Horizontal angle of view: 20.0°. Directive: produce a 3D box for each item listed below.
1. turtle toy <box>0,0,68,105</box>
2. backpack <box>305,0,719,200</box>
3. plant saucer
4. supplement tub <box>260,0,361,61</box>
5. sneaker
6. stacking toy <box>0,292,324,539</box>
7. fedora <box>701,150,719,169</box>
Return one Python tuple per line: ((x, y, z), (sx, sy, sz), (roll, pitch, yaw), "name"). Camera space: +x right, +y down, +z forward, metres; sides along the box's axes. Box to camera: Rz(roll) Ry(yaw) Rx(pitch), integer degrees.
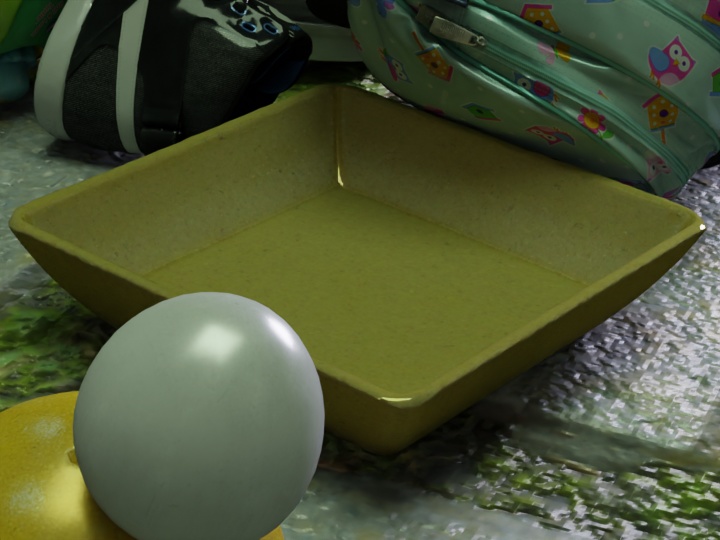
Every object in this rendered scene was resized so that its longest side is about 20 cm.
((-0.170, -0.159, 0.985), (0.145, 0.101, 0.200), (31, 76, 42), "turtle toy")
((0.074, -0.115, 0.876), (0.199, 0.127, 0.167), (28, 3, 6), "backpack")
((0.000, 0.000, 0.788), (0.199, 0.049, 0.199), (24, 34, 33), "plant saucer")
((-0.020, -0.220, 1.030), (0.143, 0.202, 0.145), (6, 22, -3), "supplement tub")
((-0.064, -0.142, 0.936), (0.111, 0.202, 0.073), (17, -5, 14), "sneaker")
((-0.064, 0.074, 0.442), (0.145, 0.201, 0.147), (16, 43, -15), "stacking toy")
((0.138, -0.133, 0.980), (0.199, 0.203, 0.092), (14, -4, 21), "fedora")
